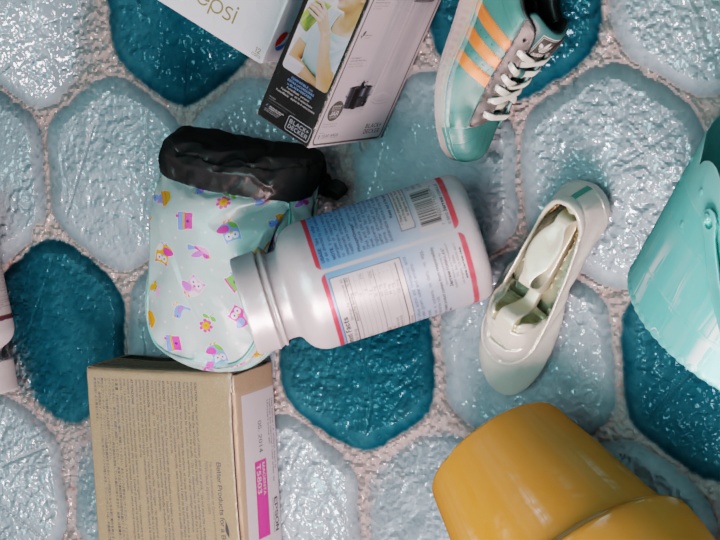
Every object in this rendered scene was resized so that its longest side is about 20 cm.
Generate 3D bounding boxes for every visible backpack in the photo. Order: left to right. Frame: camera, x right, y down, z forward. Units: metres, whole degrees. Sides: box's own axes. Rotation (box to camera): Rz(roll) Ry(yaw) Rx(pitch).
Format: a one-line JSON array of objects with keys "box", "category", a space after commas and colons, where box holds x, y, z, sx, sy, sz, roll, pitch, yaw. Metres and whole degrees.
[{"box": [-0.115, -0.014, 1.727, 0.167, 0.127, 0.200, 14, 108, 25], "category": "backpack"}]

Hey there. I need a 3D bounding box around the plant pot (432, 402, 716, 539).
[{"box": [0.156, 0.212, 1.579, 0.200, 0.200, 0.183, -51, 56, 26], "category": "plant pot"}]

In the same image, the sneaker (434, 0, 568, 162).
[{"box": [0.118, -0.177, 1.595, 0.080, 0.071, 0.200, 21, 107, 31], "category": "sneaker"}]

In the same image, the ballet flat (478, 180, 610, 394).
[{"box": [0.138, 0.016, 1.618, 0.069, 0.069, 0.200, 34, 114, 22], "category": "ballet flat"}]

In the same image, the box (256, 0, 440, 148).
[{"box": [0.003, -0.204, 1.634, 0.060, 0.117, 0.200, 35, 115, 24], "category": "box"}]

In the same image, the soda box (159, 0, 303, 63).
[{"box": [-0.133, -0.256, 1.734, 0.200, 0.064, 0.068, 33, 112, 21], "category": "soda box"}]

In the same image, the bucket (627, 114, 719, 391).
[{"box": [0.303, -0.002, 1.444, 0.207, 0.207, 0.135, 42, 123, 18], "category": "bucket"}]

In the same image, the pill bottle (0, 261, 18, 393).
[{"box": [-0.394, 0.025, 1.906, 0.110, 0.110, 0.200, -10, 93, 31], "category": "pill bottle"}]

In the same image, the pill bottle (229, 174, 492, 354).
[{"box": [0.000, 0.000, 1.622, 0.200, 0.109, 0.109, -17, 89, -2], "category": "pill bottle"}]

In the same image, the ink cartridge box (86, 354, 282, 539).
[{"box": [-0.160, 0.181, 1.814, 0.165, 0.075, 0.200, 2, 98, 29], "category": "ink cartridge box"}]
